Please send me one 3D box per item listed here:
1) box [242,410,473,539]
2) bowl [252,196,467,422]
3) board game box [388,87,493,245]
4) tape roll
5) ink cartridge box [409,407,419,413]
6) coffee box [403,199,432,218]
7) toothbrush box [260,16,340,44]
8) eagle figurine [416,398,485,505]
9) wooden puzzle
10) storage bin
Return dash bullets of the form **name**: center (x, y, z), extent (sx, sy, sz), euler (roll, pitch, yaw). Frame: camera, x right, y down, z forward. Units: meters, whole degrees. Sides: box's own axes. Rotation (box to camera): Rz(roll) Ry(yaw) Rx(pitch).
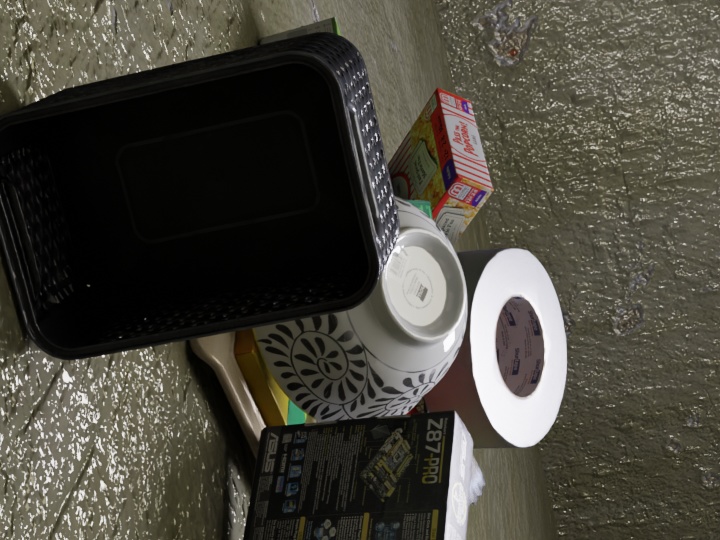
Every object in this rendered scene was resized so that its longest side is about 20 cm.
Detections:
- **box**: center (-0.007, 0.201, 0.980), extent (0.049, 0.160, 0.201), euler (55, 33, -46)
- **bowl**: center (0.020, 0.018, 1.068), extent (0.199, 0.094, 0.203), euler (11, 72, -38)
- **board game box**: center (0.060, -0.066, 1.448), extent (0.201, 0.046, 0.152), euler (-57, -154, 33)
- **tape roll**: center (0.135, 0.078, 1.395), extent (0.200, 0.066, 0.203), euler (11, 76, -54)
- **ink cartridge box**: center (0.011, 0.073, 1.295), extent (0.174, 0.043, 0.200), euler (51, 7, 16)
- **coffee box**: center (0.000, 0.000, 1.175), extent (0.199, 0.044, 0.124), euler (-3, 83, -55)
- **toothbrush box**: center (-0.032, -0.127, 1.394), extent (0.146, 0.085, 0.201), euler (-98, 173, -50)
- **eagle figurine**: center (0.093, 0.139, 1.509), extent (0.151, 0.150, 0.202), euler (15, 94, -61)
- **wooden puzzle**: center (-0.074, 0.065, 1.119), extent (0.186, 0.037, 0.201), euler (-87, 158, -48)
- **storage bin**: center (-0.088, -0.042, 0.753), extent (0.094, 0.198, 0.137), euler (-60, 138, -72)
